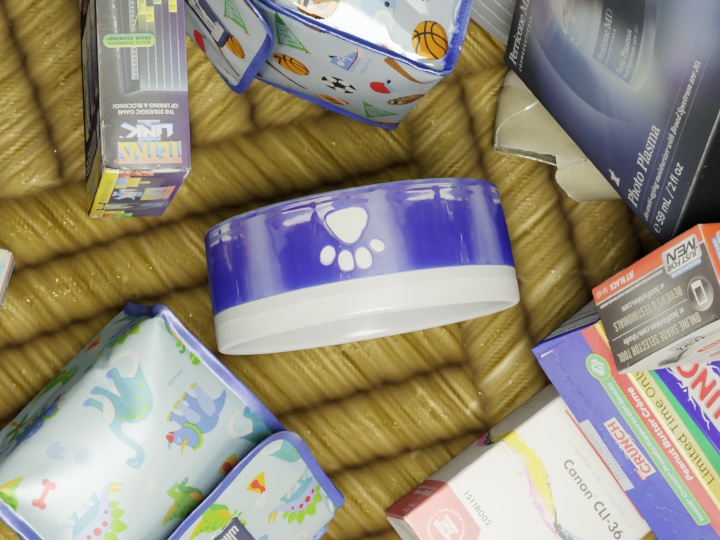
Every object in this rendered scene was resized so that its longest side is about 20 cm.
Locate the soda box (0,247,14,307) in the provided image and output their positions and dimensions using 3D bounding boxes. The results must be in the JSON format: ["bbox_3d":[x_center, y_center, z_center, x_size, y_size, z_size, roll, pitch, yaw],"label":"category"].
[{"bbox_3d":[-0.285,0.076,1.013,0.064,0.068,0.200,17,82,-9],"label":"soda box"}]

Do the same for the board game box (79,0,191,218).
[{"bbox_3d":[-0.148,-0.128,0.995,0.057,0.200,0.165,-3,85,-13],"label":"board game box"}]

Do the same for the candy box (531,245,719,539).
[{"bbox_3d":[0.242,0.068,1.077,0.200,0.077,0.169,-34,91,-36],"label":"candy box"}]

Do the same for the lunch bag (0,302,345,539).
[{"bbox_3d":[-0.129,0.147,1.014,0.170,0.127,0.200,-46,106,-14],"label":"lunch bag"}]

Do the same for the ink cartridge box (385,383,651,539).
[{"bbox_3d":[0.133,0.157,1.085,0.200,0.067,0.117,-37,92,-13],"label":"ink cartridge box"}]

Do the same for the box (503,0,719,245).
[{"bbox_3d":[0.202,-0.157,0.972,0.123,0.200,0.198,-21,56,-21],"label":"box"}]

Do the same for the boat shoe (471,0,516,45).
[{"bbox_3d":[0.134,-0.199,1.131,0.200,0.072,0.071,41,70,-15],"label":"boat shoe"}]

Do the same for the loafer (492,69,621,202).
[{"bbox_3d":[0.178,-0.075,1.098,0.200,0.076,0.068,32,97,27],"label":"loafer"}]

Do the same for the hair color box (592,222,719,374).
[{"bbox_3d":[0.264,0.012,0.998,0.200,0.111,0.064,-6,71,-34],"label":"hair color box"}]

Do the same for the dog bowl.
[{"bbox_3d":[0.000,0.000,1.009,0.200,0.200,0.079,-8,83,-12],"label":"dog bowl"}]

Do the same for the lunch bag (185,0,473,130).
[{"bbox_3d":[-0.036,-0.183,1.039,0.200,0.170,0.124,21,78,-9],"label":"lunch bag"}]
